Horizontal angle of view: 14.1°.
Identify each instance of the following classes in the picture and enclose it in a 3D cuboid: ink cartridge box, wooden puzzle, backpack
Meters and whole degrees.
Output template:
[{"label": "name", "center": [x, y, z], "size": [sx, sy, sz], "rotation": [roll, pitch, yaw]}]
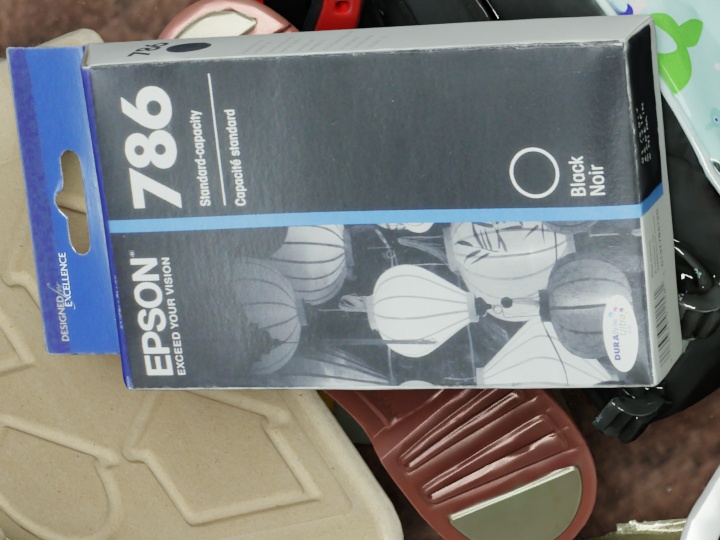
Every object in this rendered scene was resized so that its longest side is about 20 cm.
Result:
[{"label": "ink cartridge box", "center": [-0.012, -0.017, 0.821], "size": [0.199, 0.039, 0.100], "rotation": [-2, 106, 21]}, {"label": "wooden puzzle", "center": [-0.089, 0.025, 0.958], "size": [0.185, 0.046, 0.200], "rotation": [-16, 109, 44]}, {"label": "backpack", "center": [0.080, -0.076, 0.901], "size": [0.150, 0.178, 0.200], "rotation": [-34, 74, -23]}]

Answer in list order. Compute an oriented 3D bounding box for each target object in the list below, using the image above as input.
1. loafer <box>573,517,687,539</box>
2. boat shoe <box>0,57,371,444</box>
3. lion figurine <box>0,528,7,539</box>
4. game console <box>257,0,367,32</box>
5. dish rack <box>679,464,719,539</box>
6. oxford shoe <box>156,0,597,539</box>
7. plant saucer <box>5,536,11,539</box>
[{"label": "loafer", "center": [0.089, 0.119, 0.936], "size": [0.199, 0.067, 0.076], "rotation": [-10, 80, 15]}, {"label": "boat shoe", "center": [-0.064, -0.013, 1.002], "size": [0.200, 0.070, 0.072], "rotation": [29, 68, 13]}, {"label": "lion figurine", "center": [-0.083, 0.165, 0.946], "size": [0.122, 0.072, 0.201], "rotation": [-23, 98, 19]}, {"label": "game console", "center": [-0.032, -0.141, 0.948], "size": [0.031, 0.177, 0.201], "rotation": [-8, 70, -14]}, {"label": "dish rack", "center": [0.209, 0.064, 0.891], "size": [0.171, 0.044, 0.200], "rotation": [32, 83, 6]}, {"label": "oxford shoe", "center": [0.000, 0.000, 0.895], "size": [0.070, 0.075, 0.200], "rotation": [-30, 104, 8]}, {"label": "plant saucer", "center": [-0.170, 0.170, 1.014], "size": [0.199, 0.035, 0.201], "rotation": [1, 98, 9]}]
